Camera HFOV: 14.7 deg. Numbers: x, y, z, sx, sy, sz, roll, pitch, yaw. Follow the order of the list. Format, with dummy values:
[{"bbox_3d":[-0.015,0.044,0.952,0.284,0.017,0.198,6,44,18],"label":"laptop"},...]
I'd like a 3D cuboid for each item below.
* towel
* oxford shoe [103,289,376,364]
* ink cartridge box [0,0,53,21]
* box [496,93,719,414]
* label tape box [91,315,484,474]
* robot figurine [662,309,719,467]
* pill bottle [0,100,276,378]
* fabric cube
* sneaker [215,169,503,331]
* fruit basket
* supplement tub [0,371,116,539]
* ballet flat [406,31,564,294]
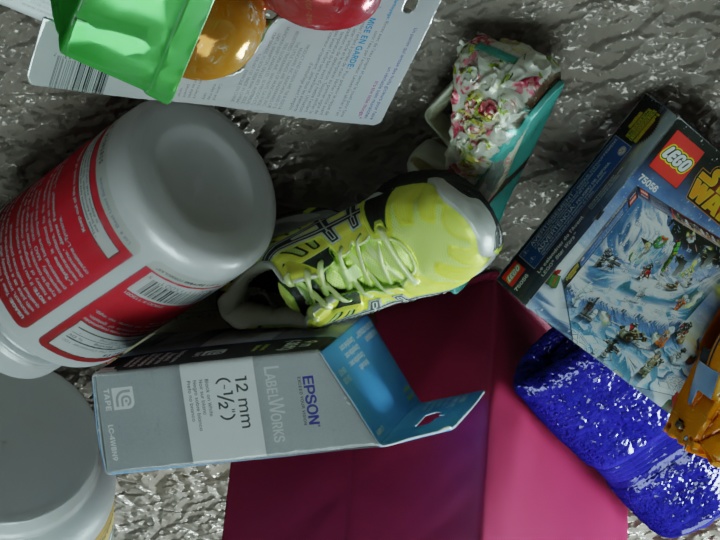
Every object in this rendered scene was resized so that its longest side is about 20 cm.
[{"bbox_3d":[0.198,0.079,1.720,0.148,0.050,0.200,-40,131,6],"label":"towel"},{"bbox_3d":[-0.093,0.013,1.710,0.200,0.070,0.075,-6,123,10],"label":"oxford shoe"},{"bbox_3d":[-0.110,-0.204,1.413,0.160,0.047,0.200,22,126,-23],"label":"ink cartridge box"},{"bbox_3d":[0.189,0.006,1.606,0.200,0.040,0.137,36,95,-37],"label":"box"},{"bbox_3d":[-0.039,0.066,1.607,0.200,0.066,0.143,-8,-174,12],"label":"label tape box"},{"bbox_3d":[0.263,0.026,1.595,0.145,0.058,0.200,19,105,-36],"label":"robot figurine"},{"bbox_3d":[-0.149,-0.012,1.623,0.112,0.112,0.200,27,140,-30],"label":"pill bottle"},{"bbox_3d":[0.043,0.151,1.765,0.200,0.200,0.196,-16,142,28],"label":"fabric cube"},{"bbox_3d":[0.000,0.000,1.572,0.200,0.076,0.075,-19,110,47],"label":"sneaker"},{"bbox_3d":[-0.050,-0.155,1.388,0.200,0.094,0.185,1,135,-27],"label":"fruit basket"},{"bbox_3d":[-0.237,0.164,1.863,0.145,0.145,0.200,6,146,-2],"label":"supplement tub"},{"bbox_3d":[0.062,-0.066,1.574,0.064,0.076,0.200,35,142,10],"label":"ballet flat"}]
